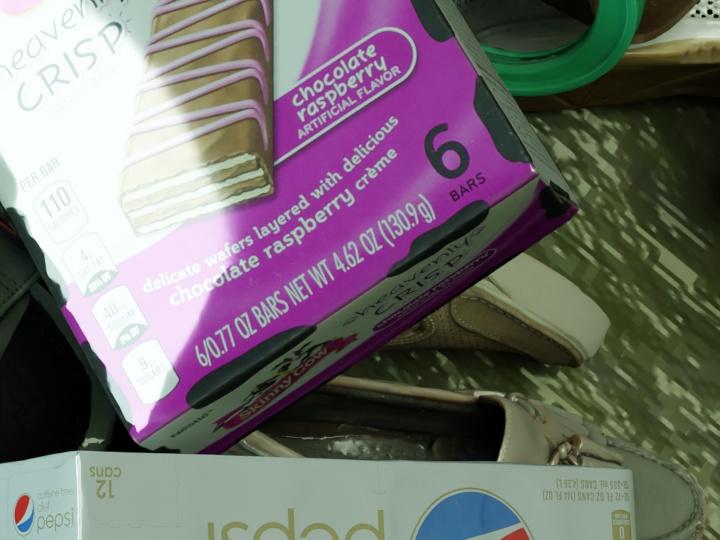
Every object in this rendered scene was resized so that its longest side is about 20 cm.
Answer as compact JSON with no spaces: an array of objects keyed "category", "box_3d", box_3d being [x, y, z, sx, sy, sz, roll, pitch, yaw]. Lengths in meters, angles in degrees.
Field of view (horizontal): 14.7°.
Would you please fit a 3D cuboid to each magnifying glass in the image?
[{"category":"magnifying glass","box_3d":[-0.010,-0.101,0.855,0.198,0.080,0.022,12,45,11]}]

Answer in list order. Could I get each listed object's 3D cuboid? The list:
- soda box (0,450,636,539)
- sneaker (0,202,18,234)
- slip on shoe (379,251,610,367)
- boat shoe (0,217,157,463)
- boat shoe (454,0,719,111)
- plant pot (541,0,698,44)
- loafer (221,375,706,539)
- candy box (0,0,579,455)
[{"category":"soda box","box_3d":[-0.012,0.089,0.803,0.199,0.063,0.069,5,79,-37]},{"category":"sneaker","box_3d":[-0.149,-0.016,0.870,0.199,0.099,0.070,-7,120,-44]},{"category":"slip on shoe","box_3d":[0.000,0.000,0.902,0.199,0.076,0.061,27,91,-44]},{"category":"boat shoe","box_3d":[-0.121,0.009,0.787,0.074,0.063,0.202,-52,135,-12]},{"category":"boat shoe","box_3d":[0.128,-0.101,0.998,0.198,0.071,0.070,-3,75,-20]},{"category":"plant pot","box_3d":[0.031,-0.196,0.926,0.199,0.187,0.187,22,64,23]},{"category":"loafer","box_3d":[0.026,0.067,0.906,0.198,0.063,0.072,6,43,-17]},{"category":"candy box","box_3d":[-0.048,-0.066,0.798,0.136,0.061,0.201,-34,73,8]}]
